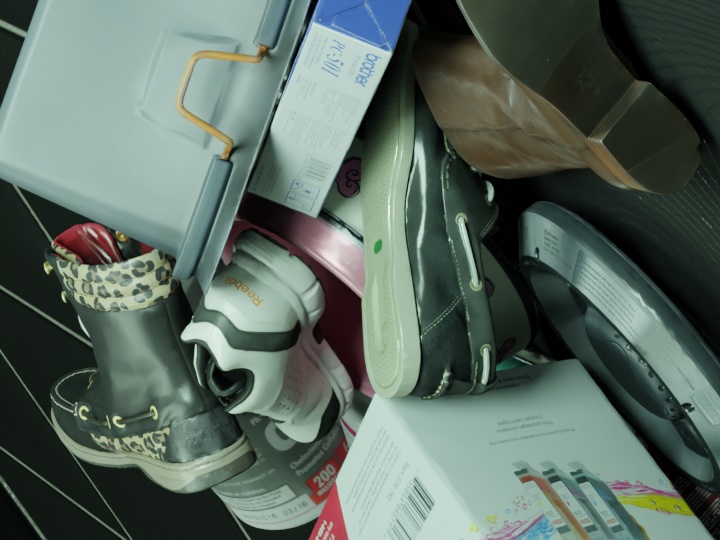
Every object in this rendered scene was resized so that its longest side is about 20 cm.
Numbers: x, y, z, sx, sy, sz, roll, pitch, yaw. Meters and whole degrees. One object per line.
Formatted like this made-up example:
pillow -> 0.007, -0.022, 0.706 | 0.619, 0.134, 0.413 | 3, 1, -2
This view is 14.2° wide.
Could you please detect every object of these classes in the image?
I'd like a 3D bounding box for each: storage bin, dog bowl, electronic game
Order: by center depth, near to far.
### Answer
storage bin -> -0.109, -0.103, 1.509 | 0.134, 0.201, 0.146 | 19, -177, -4
electronic game -> 0.153, 0.044, 1.544 | 0.200, 0.042, 0.200 | 50, 173, 8
dog bowl -> 0.000, 0.000, 1.637 | 0.200, 0.074, 0.200 | 37, 162, 14

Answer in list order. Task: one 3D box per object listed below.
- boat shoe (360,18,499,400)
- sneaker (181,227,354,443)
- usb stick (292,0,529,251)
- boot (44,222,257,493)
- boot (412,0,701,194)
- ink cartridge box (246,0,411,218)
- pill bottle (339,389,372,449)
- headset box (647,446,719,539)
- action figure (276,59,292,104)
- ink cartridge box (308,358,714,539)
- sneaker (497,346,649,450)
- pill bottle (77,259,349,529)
boat shoe -> 0.038, -0.032, 1.521 | 0.072, 0.067, 0.201 | 151, 119, -70
sneaker -> -0.059, 0.052, 1.635 | 0.074, 0.080, 0.200 | 31, 162, 24
usb stick -> 0.016, -0.089, 1.610 | 0.200, 0.033, 0.055 | 47, 145, 6
boot -> -0.143, 0.043, 1.716 | 0.200, 0.073, 0.151 | 20, 133, 60
boot -> 0.062, -0.111, 1.406 | 0.187, 0.064, 0.200 | 53, 168, -18
ink cartridge box -> -0.009, -0.111, 1.468 | 0.044, 0.094, 0.200 | 21, 156, -3
pill bottle -> 0.050, 0.108, 1.837 | 0.113, 0.113, 0.200 | 40, 162, 29
headset box -> 0.222, 0.192, 1.620 | 0.200, 0.075, 0.149 | 30, 164, 49
action figure -> -0.001, -0.065, 1.695 | 0.200, 0.055, 0.118 | 45, 161, 0
ink cartridge box -> 0.089, 0.172, 1.545 | 0.200, 0.144, 0.146 | 55, 136, 34
sneaker -> 0.133, 0.125, 1.721 | 0.200, 0.080, 0.077 | 55, 163, -19
pill bottle -> -0.087, 0.067, 1.870 | 0.114, 0.114, 0.200 | 28, 162, 51
